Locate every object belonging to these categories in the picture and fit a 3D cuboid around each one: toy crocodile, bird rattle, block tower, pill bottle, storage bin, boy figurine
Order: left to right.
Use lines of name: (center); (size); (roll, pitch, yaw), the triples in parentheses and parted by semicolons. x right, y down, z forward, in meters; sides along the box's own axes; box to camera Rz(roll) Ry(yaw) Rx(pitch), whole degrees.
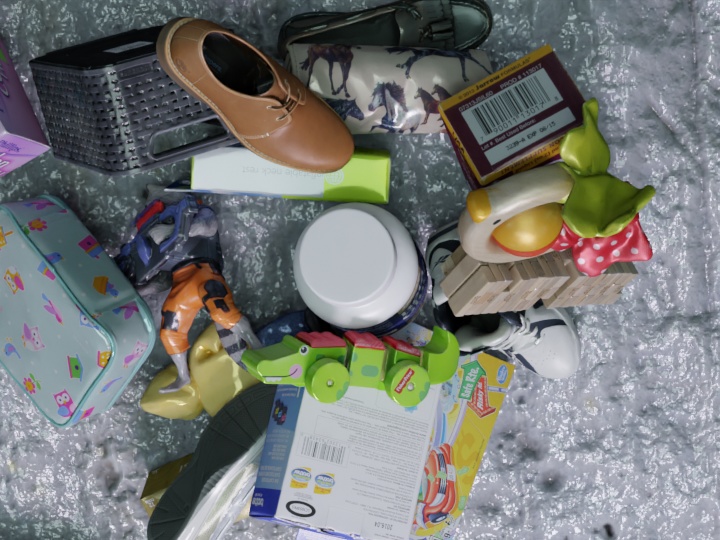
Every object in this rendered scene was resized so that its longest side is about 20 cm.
storage bin: (-0.192, -0.152, 1.347); (0.135, 0.200, 0.094); (-20, 107, -24)
boy figurine: (-0.116, 0.102, 1.504); (0.199, 0.064, 0.125); (-24, 100, 10)
toy crocodile: (-0.005, 0.078, 1.334); (0.199, 0.067, 0.062); (4, 101, -24)
pill bottle: (0.000, 0.000, 1.388); (0.110, 0.200, 0.112); (-1, 83, 7)
block tower: (0.162, -0.001, 1.385); (0.058, 0.199, 0.054); (-47, 57, 40)
bird rattle: (0.158, -0.054, 1.278); (0.162, 0.200, 0.113); (-14, 76, -1)

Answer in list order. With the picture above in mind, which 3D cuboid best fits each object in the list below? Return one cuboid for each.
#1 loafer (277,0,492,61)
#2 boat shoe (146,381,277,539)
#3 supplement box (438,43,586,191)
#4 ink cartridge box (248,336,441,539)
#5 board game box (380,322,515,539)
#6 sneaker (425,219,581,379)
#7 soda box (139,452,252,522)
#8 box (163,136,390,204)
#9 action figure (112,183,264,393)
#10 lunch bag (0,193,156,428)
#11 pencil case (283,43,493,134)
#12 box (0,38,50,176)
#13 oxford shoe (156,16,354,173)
loafer: (0.022, -0.209, 1.407); (0.199, 0.063, 0.072); (-7, 107, 4)
boat shoe: (-0.120, 0.192, 1.464); (0.065, 0.074, 0.202); (34, 92, -40)
supplement box: (0.149, -0.095, 1.359); (0.110, 0.200, 0.086); (-28, 64, 2)
ink cartridge box: (-0.016, 0.171, 1.403); (0.136, 0.076, 0.201); (17, 77, -21)
board game box: (0.052, 0.160, 1.486); (0.134, 0.034, 0.201); (22, 78, -6)
sneaker: (0.131, 0.058, 1.434); (0.079, 0.130, 0.199); (-26, 116, 26)
soda box: (-0.114, 0.201, 1.532); (0.199, 0.068, 0.064); (-25, 105, 9)
box: (-0.073, -0.092, 1.414); (0.199, 0.122, 0.048); (4, 98, 0)
action figure: (-0.172, 0.014, 1.456); (0.200, 0.104, 0.194); (-26, 74, 46)
lunch bag: (-0.290, 0.037, 1.444); (0.200, 0.077, 0.161); (49, 130, 15)
pencil case: (0.027, -0.154, 1.373); (0.199, 0.078, 0.090); (-1, 115, -14)
box: (-0.413, -0.147, 1.393); (0.199, 0.097, 0.177); (-28, 81, 10)
oxford shoe: (-0.073, -0.135, 1.262); (0.200, 0.071, 0.072); (31, 79, -34)
